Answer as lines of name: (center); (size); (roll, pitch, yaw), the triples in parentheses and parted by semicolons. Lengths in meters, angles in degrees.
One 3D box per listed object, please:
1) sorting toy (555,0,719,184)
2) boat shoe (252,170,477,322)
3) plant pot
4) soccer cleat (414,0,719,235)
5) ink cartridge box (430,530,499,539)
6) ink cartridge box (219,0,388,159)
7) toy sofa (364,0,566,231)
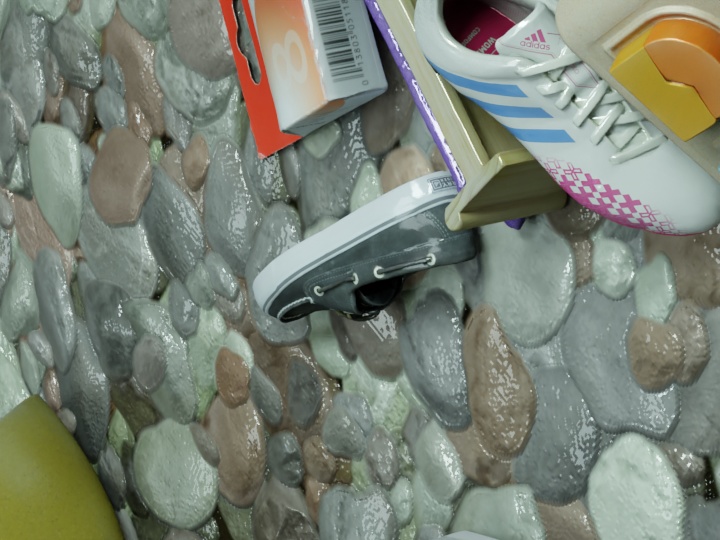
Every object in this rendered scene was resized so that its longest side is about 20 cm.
sorting toy: (0.205, -0.091, 1.033); (0.200, 0.037, 0.185); (44, 142, -8)
boat shoe: (0.000, 0.000, 1.378); (0.200, 0.068, 0.057); (-32, 75, 50)
plant pot: (-0.261, 0.217, 1.711); (0.142, 0.200, 0.200); (40, 136, 2)
soccer cleat: (0.108, -0.090, 1.147); (0.200, 0.070, 0.086); (36, 164, 13)
ink cartridge box: (0.017, 0.275, 1.340); (0.045, 0.175, 0.201); (7, 105, 52)
ink cartridge box: (-0.062, -0.164, 1.405); (0.200, 0.050, 0.163); (-21, 83, 61)
toy sofa: (0.047, -0.119, 1.268); (0.098, 0.082, 0.201); (-47, 62, 47)
